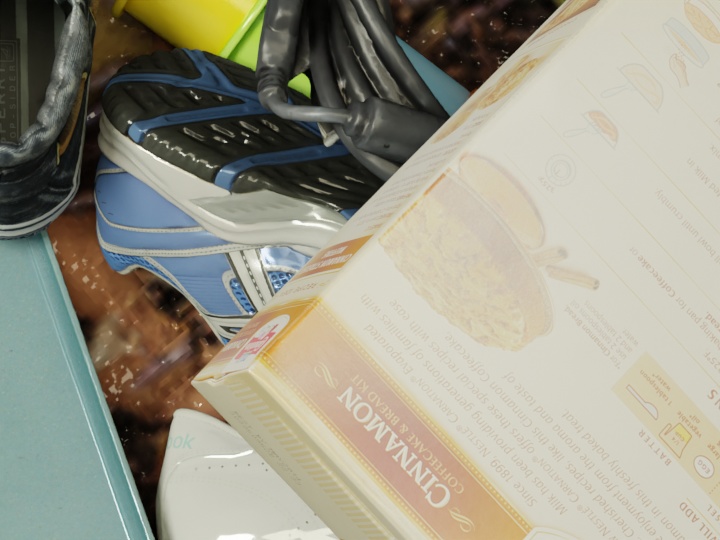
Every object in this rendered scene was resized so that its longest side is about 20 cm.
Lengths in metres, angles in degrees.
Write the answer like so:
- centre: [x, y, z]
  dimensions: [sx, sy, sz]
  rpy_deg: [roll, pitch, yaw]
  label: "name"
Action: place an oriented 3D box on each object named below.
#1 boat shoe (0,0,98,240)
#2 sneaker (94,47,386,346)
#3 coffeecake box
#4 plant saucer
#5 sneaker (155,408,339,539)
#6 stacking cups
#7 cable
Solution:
- centre: [-0.116, -0.117, 0.900]
  dimensions: [0.070, 0.091, 0.201]
  rpy_deg: [-2, 75, -9]
  label: "boat shoe"
- centre: [0.000, 0.000, 0.901]
  dimensions: [0.199, 0.077, 0.076]
  rpy_deg: [29, 40, 9]
  label: "sneaker"
- centre: [0.076, 0.017, 0.812]
  dimensions: [0.200, 0.073, 0.154]
  rpy_deg: [-45, 98, -16]
  label: "coffeecake box"
- centre: [-0.116, 0.062, 0.900]
  dimensions: [0.070, 0.019, 0.201]
  rpy_deg: [-18, 73, -10]
  label: "plant saucer"
- centre: [0.030, 0.072, 0.916]
  dimensions: [0.199, 0.075, 0.089]
  rpy_deg: [-2, 71, -7]
  label: "sneaker"
- centre: [0.010, -0.055, 0.939]
  dimensions: [0.200, 0.060, 0.061]
  rpy_deg: [36, 79, -7]
  label: "stacking cups"
- centre: [0.049, -0.097, 0.908]
  dimensions: [0.163, 0.051, 0.201]
  rpy_deg: [19, 50, -12]
  label: "cable"
